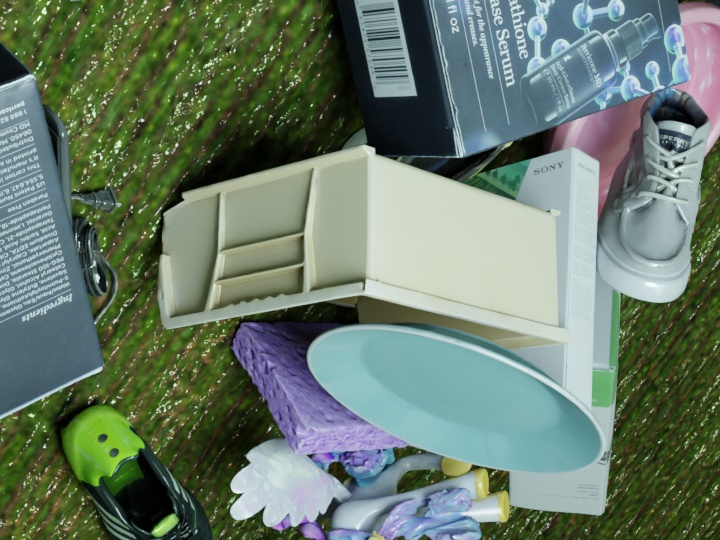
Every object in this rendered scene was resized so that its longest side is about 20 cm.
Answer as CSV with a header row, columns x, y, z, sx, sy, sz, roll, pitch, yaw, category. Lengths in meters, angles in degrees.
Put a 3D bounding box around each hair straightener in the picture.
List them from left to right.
x,y,z,sx,sy,sz,roll,pitch,yaw,category
-0.181,-0.019,1.003,0.077,0.041,0.200,-26,133,-24,hair straightener

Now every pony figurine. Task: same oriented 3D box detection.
x,y,z,sx,sy,sz,roll,pitch,yaw,category
-0.003,0.188,1.167,0.193,0.200,0.167,-44,127,-71,pony figurine

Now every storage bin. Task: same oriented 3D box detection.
x,y,z,sx,sy,sz,roll,pitch,yaw,category
0.000,0.000,1.051,0.200,0.198,0.094,13,72,-45,storage bin

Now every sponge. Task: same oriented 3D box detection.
x,y,z,sx,sy,sz,roll,pitch,yaw,category
0.007,0.085,1.187,0.200,0.112,0.030,2,129,-41,sponge

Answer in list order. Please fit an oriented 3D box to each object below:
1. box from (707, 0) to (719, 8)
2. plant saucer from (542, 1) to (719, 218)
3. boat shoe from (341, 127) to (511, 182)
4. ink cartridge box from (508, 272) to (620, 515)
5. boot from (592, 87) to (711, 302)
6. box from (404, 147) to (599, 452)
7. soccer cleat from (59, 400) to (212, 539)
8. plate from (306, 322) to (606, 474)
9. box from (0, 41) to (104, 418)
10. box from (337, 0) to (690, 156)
x,y,z,sx,sy,sz,roll,pitch,yaw,category
0.387,-0.148,1.315,0.124,0.149,0.200,-34,137,-15,box
0.215,-0.127,1.244,0.200,0.051,0.201,-28,143,-24,plant saucer
0.080,-0.102,1.151,0.201,0.061,0.072,-33,135,-18,boat shoe
0.162,0.081,1.266,0.084,0.146,0.200,4,139,8,ink cartridge box
0.211,-0.062,1.137,0.073,0.200,0.096,13,120,1,boot
0.100,0.022,1.128,0.036,0.144,0.200,26,61,-41,box
-0.152,0.173,1.138,0.067,0.081,0.200,-39,137,-12,soccer cleat
0.062,0.077,1.014,0.200,0.200,0.026,50,54,-48,plate
-0.234,-0.036,0.866,0.107,0.148,0.200,-27,133,-23,box
0.098,-0.170,1.035,0.200,0.107,0.149,-21,105,-30,box
